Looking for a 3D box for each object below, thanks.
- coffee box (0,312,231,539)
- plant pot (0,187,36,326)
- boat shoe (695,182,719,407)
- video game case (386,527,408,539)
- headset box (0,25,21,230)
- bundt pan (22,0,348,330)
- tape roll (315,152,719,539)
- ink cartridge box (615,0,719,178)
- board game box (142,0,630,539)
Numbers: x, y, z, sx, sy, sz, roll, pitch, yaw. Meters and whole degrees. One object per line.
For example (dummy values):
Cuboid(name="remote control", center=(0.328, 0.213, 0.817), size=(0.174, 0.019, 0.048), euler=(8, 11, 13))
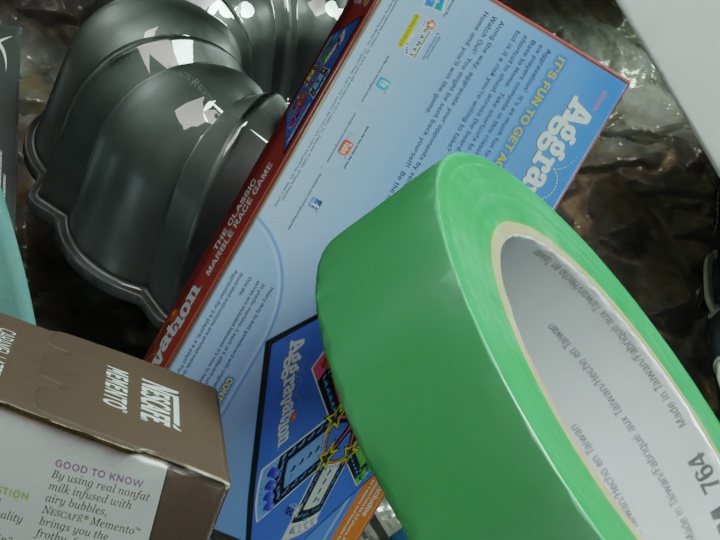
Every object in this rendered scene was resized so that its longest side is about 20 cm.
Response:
Cuboid(name="coffee box", center=(-0.108, 0.124, 0.611), size=(0.079, 0.202, 0.114), euler=(20, 7, -9))
Cuboid(name="plant pot", center=(-0.187, -0.044, 0.657), size=(0.141, 0.201, 0.141), euler=(-32, 28, -8))
Cuboid(name="boat shoe", center=(0.167, 0.016, 0.905), size=(0.076, 0.060, 0.200), euler=(43, 22, -18))
Cuboid(name="video game case", center=(0.061, 0.170, 0.660), size=(0.018, 0.143, 0.201), euler=(-31, 81, -12))
Cuboid(name="headset box", center=(-0.228, -0.026, 0.801), size=(0.198, 0.078, 0.150), euler=(5, 49, -14))
Cuboid(name="bundt pan", center=(-0.023, -0.056, 0.814), size=(0.200, 0.076, 0.203), euler=(10, 38, -8))
Cuboid(name="tape roll", center=(0.066, 0.060, 0.655), size=(0.201, 0.048, 0.201), euler=(47, 20, -23))
Cuboid(name="ink cartridge box", center=(0.208, -0.062, 0.912), size=(0.200, 0.085, 0.146), euler=(27, 32, -51))
Cuboid(name="board game box", center=(0.000, 0.000, 0.729), size=(0.102, 0.201, 0.019), euler=(26, 8, -31))
